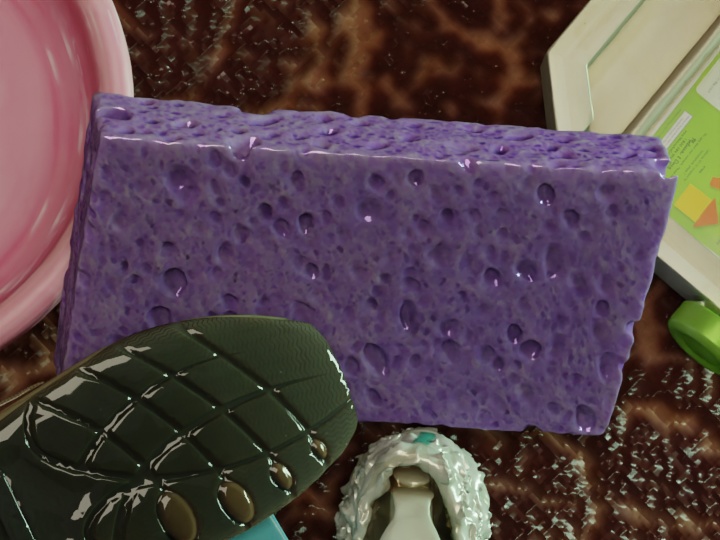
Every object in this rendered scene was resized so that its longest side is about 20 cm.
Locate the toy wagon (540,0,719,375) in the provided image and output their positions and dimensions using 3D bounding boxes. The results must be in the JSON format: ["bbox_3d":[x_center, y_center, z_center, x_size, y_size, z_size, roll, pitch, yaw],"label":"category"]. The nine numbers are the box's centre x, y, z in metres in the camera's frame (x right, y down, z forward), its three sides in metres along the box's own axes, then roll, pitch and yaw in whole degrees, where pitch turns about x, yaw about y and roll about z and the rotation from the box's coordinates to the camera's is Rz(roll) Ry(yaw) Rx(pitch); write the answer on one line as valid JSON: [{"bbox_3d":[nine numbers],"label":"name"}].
[{"bbox_3d":[0.161,-0.035,1.096,0.200,0.040,0.155,40,80,3],"label":"toy wagon"}]

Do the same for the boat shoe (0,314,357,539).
[{"bbox_3d":[-0.101,0.068,1.009,0.199,0.074,0.076,-21,97,-13],"label":"boat shoe"}]

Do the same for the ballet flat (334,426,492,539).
[{"bbox_3d":[0.010,0.151,1.037,0.071,0.072,0.201,3,80,-3],"label":"ballet flat"}]

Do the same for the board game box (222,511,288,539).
[{"bbox_3d":[-0.081,0.185,0.962,0.199,0.047,0.151,-26,54,-11],"label":"board game box"}]

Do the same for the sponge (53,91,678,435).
[{"bbox_3d":[0.000,0.000,1.035,0.199,0.030,0.112,4,123,-11],"label":"sponge"}]

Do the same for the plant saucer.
[{"bbox_3d":[-0.180,-0.054,1.070,0.199,0.051,0.202,1,80,-5],"label":"plant saucer"}]
